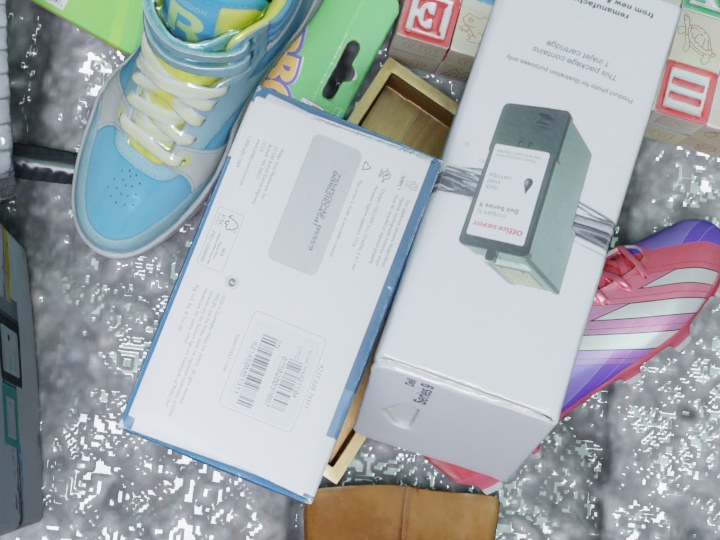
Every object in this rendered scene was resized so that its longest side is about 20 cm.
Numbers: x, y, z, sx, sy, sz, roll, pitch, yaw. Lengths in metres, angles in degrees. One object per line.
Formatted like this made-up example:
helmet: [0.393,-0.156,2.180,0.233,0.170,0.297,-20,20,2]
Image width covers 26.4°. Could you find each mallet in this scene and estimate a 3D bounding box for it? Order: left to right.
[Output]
mallet: [-0.226,-0.054,0.798,0.198,0.041,0.067,15,82,-7]

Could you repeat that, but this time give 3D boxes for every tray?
tray: [0.000,0.000,0.811,0.098,0.037,0.201,33,82,-1]

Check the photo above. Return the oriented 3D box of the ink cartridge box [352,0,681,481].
ink cartridge box: [0.069,-0.017,0.710,0.083,0.146,0.202,19,73,3]

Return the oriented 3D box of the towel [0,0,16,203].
towel: [-0.254,-0.125,0.748,0.163,0.086,0.202,-3,71,-13]

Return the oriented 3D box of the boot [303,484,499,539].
boot: [0.055,0.206,0.750,0.186,0.069,0.202,4,51,3]

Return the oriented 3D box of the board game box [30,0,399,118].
board game box: [-0.084,-0.147,0.807,0.199,0.030,0.096,30,94,5]

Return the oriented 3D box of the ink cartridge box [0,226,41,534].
ink cartridge box: [-0.232,0.052,0.695,0.145,0.200,0.148,-5,83,-6]

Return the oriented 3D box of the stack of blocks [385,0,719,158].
stack of blocks: [0.124,-0.146,0.824,0.198,0.059,0.117,15,83,-3]

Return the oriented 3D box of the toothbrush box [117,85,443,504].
toothbrush box: [-0.038,0.018,0.688,0.084,0.200,0.148,22,82,-3]

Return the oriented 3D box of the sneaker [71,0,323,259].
sneaker: [-0.090,-0.093,0.733,0.079,0.131,0.201,31,96,2]

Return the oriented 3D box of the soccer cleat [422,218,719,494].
soccer cleat: [0.107,0.030,0.796,0.199,0.067,0.077,-40,110,-6]
